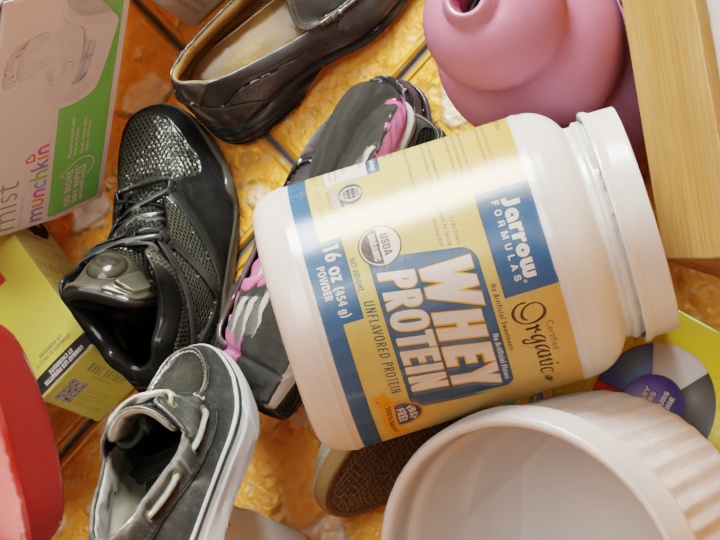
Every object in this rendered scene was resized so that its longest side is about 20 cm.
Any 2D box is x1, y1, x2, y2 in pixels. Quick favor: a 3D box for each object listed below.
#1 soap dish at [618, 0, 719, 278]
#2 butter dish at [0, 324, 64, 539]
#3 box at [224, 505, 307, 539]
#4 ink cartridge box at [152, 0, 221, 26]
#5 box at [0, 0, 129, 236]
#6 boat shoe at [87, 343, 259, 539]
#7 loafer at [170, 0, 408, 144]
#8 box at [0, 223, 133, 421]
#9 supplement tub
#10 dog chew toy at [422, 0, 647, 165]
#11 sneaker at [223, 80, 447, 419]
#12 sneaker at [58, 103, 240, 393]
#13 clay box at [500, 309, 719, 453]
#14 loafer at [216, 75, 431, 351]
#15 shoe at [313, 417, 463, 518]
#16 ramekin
[{"bbox_3d":[0.216,-0.081,1.538,0.081,0.157,0.201,-22,66,36],"label":"soap dish"},{"bbox_3d":[-0.248,0.111,1.679,0.199,0.148,0.201,-25,75,32],"label":"butter dish"},{"bbox_3d":[-0.128,0.221,1.628,0.199,0.124,0.098,-27,66,17],"label":"box"},{"bbox_3d":[-0.081,-0.261,1.729,0.200,0.144,0.084,-43,64,10],"label":"ink cartridge box"},{"bbox_3d":[-0.227,-0.153,1.698,0.096,0.201,0.177,-22,55,-30],"label":"box"},{"bbox_3d":[-0.104,0.097,1.549,0.072,0.071,0.200,-25,32,19],"label":"boat shoe"},{"bbox_3d":[-0.032,-0.162,1.719,0.200,0.072,0.073,-48,61,5],"label":"loafer"},{"bbox_3d":[-0.213,0.000,1.759,0.050,0.075,0.200,-43,63,10],"label":"box"},{"bbox_3d":[0.055,0.001,1.502,0.199,0.145,0.145,-17,68,2],"label":"supplement tub"},{"bbox_3d":[0.098,-0.119,1.571,0.124,0.200,0.125,-7,74,26],"label":"dog chew toy"},{"bbox_3d":[0.000,0.000,1.629,0.201,0.086,0.080,-61,34,6],"label":"sneaker"},{"bbox_3d":[-0.126,-0.019,1.702,0.076,0.114,0.200,-12,67,22],"label":"sneaker"},{"bbox_3d":[0.159,0.078,1.574,0.199,0.048,0.115,29,89,28],"label":"clay box"},{"bbox_3d":[-0.022,-0.027,1.680,0.072,0.063,0.201,26,88,31],"label":"loafer"},{"bbox_3d":[0.038,0.055,1.631,0.200,0.070,0.053,-52,40,9],"label":"shoe"},{"bbox_3d":[0.118,0.157,1.502,0.199,0.105,0.201,13,111,35],"label":"ramekin"}]
